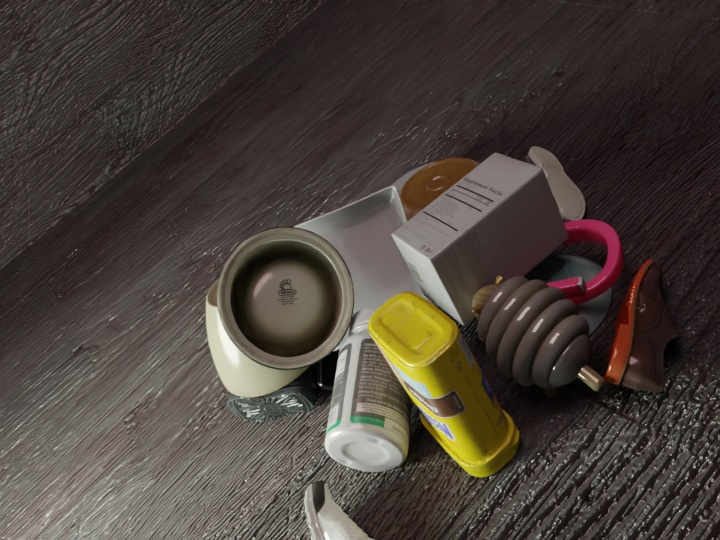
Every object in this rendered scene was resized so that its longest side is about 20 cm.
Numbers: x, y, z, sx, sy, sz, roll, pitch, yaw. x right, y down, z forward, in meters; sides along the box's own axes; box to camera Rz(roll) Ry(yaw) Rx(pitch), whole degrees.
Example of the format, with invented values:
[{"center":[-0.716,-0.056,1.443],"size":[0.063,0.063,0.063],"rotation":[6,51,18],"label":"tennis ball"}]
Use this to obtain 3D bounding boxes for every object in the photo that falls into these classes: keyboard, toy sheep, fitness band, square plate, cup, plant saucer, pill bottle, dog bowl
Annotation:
[{"center":[-0.018,0.106,1.099],"size":[0.101,0.040,0.204],"rotation":[5,56,-6],"label":"keyboard"},{"center":[0.217,0.082,0.836],"size":[0.198,0.139,0.138],"rotation":[33,69,33],"label":"toy sheep"},{"center":[0.264,-0.008,0.947],"size":[0.196,0.038,0.145],"rotation":[-12,38,31],"label":"fitness band"},{"center":[0.000,0.000,1.046],"size":[0.194,0.205,0.028],"rotation":[-20,-4,13],"label":"square plate"},{"center":[-0.170,0.077,1.093],"size":[0.196,0.145,0.202],"rotation":[-19,33,13],"label":"cup"},{"center":[0.255,0.036,0.969],"size":[0.197,0.039,0.203],"rotation":[-25,33,17],"label":"plant saucer"},{"center":[0.018,0.159,0.934],"size":[0.111,0.114,0.203],"rotation":[-15,45,27],"label":"pill bottle"},{"center":[0.139,-0.139,1.177],"size":[0.196,0.036,0.202],"rotation":[-20,35,15],"label":"plant saucer"},{"center":[-0.109,0.045,0.988],"size":[0.200,0.200,0.074],"rotation":[-44,-2,-16],"label":"dog bowl"}]

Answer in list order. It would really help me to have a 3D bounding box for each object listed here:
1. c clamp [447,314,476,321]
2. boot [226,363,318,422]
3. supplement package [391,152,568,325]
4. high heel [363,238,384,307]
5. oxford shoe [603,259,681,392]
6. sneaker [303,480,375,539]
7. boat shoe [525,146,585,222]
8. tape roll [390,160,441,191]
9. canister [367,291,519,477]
[{"center":[0.116,0.072,1.062],"size":[0.197,0.027,0.172],"rotation":[-27,26,21],"label":"c clamp"},{"center":[-0.127,0.149,1.145],"size":[0.161,0.066,0.203],"rotation":[-10,42,21],"label":"boot"},{"center":[0.166,-0.048,0.944],"size":[0.198,0.123,0.120],"rotation":[-37,29,-8],"label":"supplement package"},{"center":[0.084,0.018,1.125],"size":[0.196,0.147,0.071],"rotation":[-2,6,-34],"label":"high heel"},{"center":[0.353,0.068,0.831],"size":[0.071,0.072,0.202],"rotation":[19,51,18],"label":"oxford shoe"},{"center":[-0.017,0.334,0.817],"size":[0.078,0.075,0.201],"rotation":[-21,36,-7],"label":"sneaker"},{"center":[0.315,-0.128,1.127],"size":[0.203,0.071,0.063],"rotation":[-98,25,-48],"label":"boat shoe"},{"center":[0.123,-0.116,1.263],"size":[0.196,0.067,0.203],"rotation":[-23,35,17],"label":"tape roll"},{"center":[0.100,0.136,0.827],"size":[0.086,0.202,0.148],"rotation":[-38,32,-10],"label":"canister"}]
